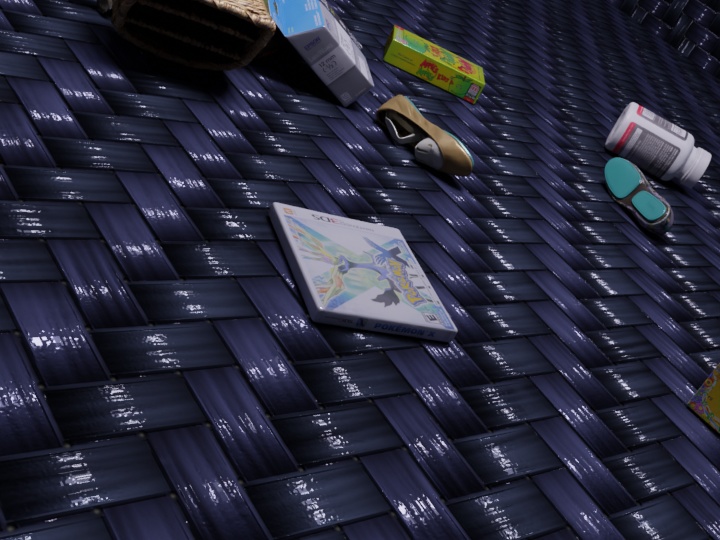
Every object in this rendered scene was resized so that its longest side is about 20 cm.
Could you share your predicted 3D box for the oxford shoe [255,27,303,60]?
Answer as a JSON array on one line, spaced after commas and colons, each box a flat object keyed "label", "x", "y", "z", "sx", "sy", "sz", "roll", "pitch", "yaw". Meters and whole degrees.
[{"label": "oxford shoe", "x": -0.161, "y": -0.365, "z": 1.518, "sx": 0.199, "sy": 0.071, "sz": 0.073, "roll": 11, "pitch": 66, "yaw": -42}]

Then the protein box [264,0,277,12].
[{"label": "protein box", "x": -0.193, "y": -0.523, "z": 1.581, "sx": 0.135, "sy": 0.201, "sz": 0.198, "roll": 35, "pitch": 29, "yaw": 13}]

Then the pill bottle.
[{"label": "pill bottle", "x": 0.624, "y": -0.257, "z": 1.975, "sx": 0.199, "sy": 0.111, "sz": 0.111, "roll": 30, "pitch": 28, "yaw": 3}]

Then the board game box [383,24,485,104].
[{"label": "board game box", "x": 0.144, "y": -0.405, "z": 1.853, "sx": 0.199, "sy": 0.048, "sz": 0.102, "roll": 24, "pitch": 28, "yaw": -9}]

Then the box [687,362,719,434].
[{"label": "box", "x": 0.553, "y": 0.153, "z": 1.156, "sx": 0.122, "sy": 0.193, "sz": 0.200, "roll": -9, "pitch": 45, "yaw": -49}]

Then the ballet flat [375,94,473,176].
[{"label": "ballet flat", "x": 0.095, "y": -0.202, "z": 1.481, "sx": 0.063, "sy": 0.069, "sz": 0.200, "roll": -26, "pitch": 52, "yaw": -23}]

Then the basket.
[{"label": "basket", "x": -0.239, "y": -0.345, "z": 1.312, "sx": 0.199, "sy": 0.143, "sz": 0.149, "roll": 14, "pitch": 33, "yaw": -29}]

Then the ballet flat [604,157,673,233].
[{"label": "ballet flat", "x": 0.510, "y": -0.130, "z": 1.730, "sx": 0.072, "sy": 0.072, "sz": 0.201, "roll": 13, "pitch": 32, "yaw": -27}]

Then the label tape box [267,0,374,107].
[{"label": "label tape box", "x": -0.066, "y": -0.379, "z": 1.507, "sx": 0.200, "sy": 0.066, "sz": 0.144, "roll": 48, "pitch": 19, "yaw": -36}]

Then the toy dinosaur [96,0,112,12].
[{"label": "toy dinosaur", "x": -0.318, "y": -0.393, "z": 1.414, "sx": 0.199, "sy": 0.077, "sz": 0.103, "roll": 27, "pitch": 40, "yaw": -13}]

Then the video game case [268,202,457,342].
[{"label": "video game case", "x": 0.000, "y": 0.000, "z": 1.090, "sx": 0.181, "sy": 0.022, "sz": 0.201, "roll": 11, "pitch": 33, "yaw": -30}]
